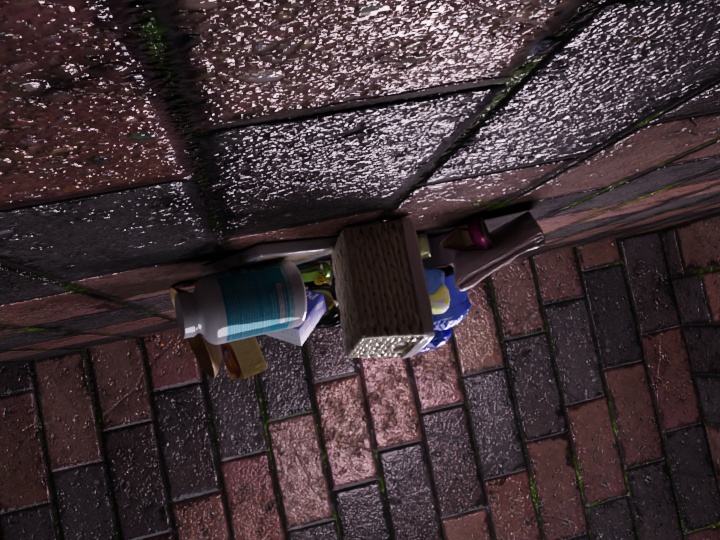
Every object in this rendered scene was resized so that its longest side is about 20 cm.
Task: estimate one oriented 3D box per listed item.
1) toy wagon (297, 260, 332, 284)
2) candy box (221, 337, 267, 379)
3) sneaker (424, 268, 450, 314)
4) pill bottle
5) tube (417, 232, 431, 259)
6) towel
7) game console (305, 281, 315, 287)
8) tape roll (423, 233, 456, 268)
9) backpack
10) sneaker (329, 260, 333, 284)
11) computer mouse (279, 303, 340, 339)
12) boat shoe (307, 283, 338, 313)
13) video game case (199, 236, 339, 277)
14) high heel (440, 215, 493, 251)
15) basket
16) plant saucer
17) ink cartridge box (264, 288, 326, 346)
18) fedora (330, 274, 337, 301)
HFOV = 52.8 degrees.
[{"bbox_3d":[-0.130,0.010,1.408,0.153,0.040,0.198,-16,-174,-42],"label":"toy wagon"},{"bbox_3d":[-0.259,0.112,1.438,0.056,0.203,0.116,-21,180,-25],"label":"candy box"},{"bbox_3d":[0.093,0.042,1.483,0.196,0.107,0.076,-6,157,28],"label":"sneaker"},{"bbox_3d":[-0.192,0.053,1.160,0.196,0.113,0.110,-11,176,-25],"label":"pill bottle"},{"bbox_3d":[0.043,-0.026,1.465,0.196,0.053,0.058,-15,-169,11],"label":"tube"},{"bbox_3d":[0.265,-0.040,1.415,0.189,0.033,0.200,-30,-170,14],"label":"towel"},{"bbox_3d":[-0.204,0.031,1.551,0.197,0.032,0.176,-11,-176,-28],"label":"game console"},{"bbox_3d":[0.173,-0.037,1.664,0.196,0.068,0.200,-11,176,-1],"label":"tape roll"},{"bbox_3d":[0.144,0.084,1.587,0.197,0.171,0.162,-21,-175,18],"label":"backpack"},{"bbox_3d":[0.000,0.000,1.568,0.128,0.081,0.200,-12,175,-22],"label":"sneaker"},{"bbox_3d":[-0.117,0.067,1.374,0.138,0.047,0.200,-11,-162,-20],"label":"computer mouse"},{"bbox_3d":[-0.090,0.054,1.576,0.065,0.073,0.199,-57,-165,-21],"label":"boat shoe"},{"bbox_3d":[-0.144,-0.022,1.235,0.198,0.023,0.180,-8,174,-45],"label":"video game case"},{"bbox_3d":[0.203,-0.058,1.411,0.095,0.069,0.200,-23,178,7],"label":"high heel"},{"bbox_3d":[0.030,0.032,1.166,0.121,0.204,0.136,-4,160,-14],"label":"basket"},{"bbox_3d":[-0.326,0.119,1.465,0.035,0.203,0.200,-26,-178,-22],"label":"plant saucer"},{"bbox_3d":[-0.168,0.062,1.292,0.197,0.045,0.094,15,-134,23],"label":"ink cartridge box"},{"bbox_3d":[0.010,0.013,1.382,0.091,0.205,0.199,23,-161,35],"label":"fedora"}]
